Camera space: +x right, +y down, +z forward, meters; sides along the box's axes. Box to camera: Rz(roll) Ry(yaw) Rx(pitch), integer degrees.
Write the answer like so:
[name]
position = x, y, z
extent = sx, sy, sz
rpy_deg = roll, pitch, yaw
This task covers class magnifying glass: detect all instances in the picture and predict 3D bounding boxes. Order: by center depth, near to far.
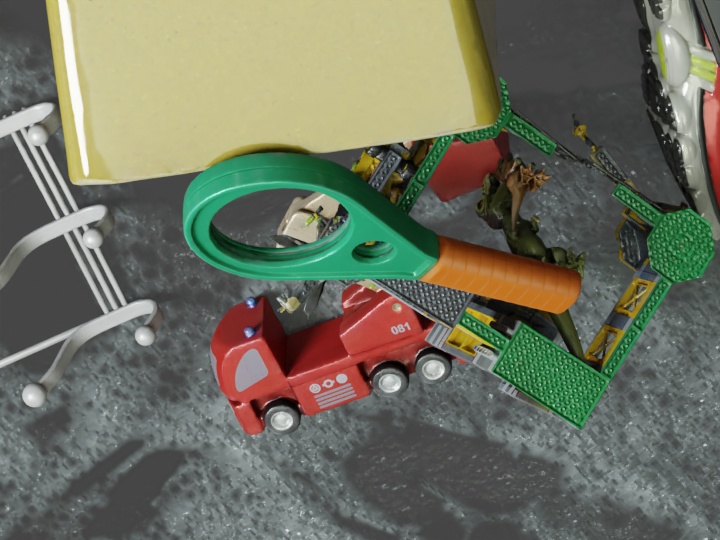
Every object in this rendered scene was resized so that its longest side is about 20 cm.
[magnifying glass]
position = 0.013, -0.012, 1.023
extent = 0.200, 0.022, 0.080
rpy_deg = 15, 143, -26

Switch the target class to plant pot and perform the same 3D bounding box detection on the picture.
[plant pot]
position = -0.047, -0.179, 1.020
extent = 0.194, 0.196, 0.200
rpy_deg = -8, 115, 6

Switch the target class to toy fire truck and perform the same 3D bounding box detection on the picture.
[toy fire truck]
position = 0.000, 0.000, 1.210
extent = 0.200, 0.049, 0.141
rpy_deg = -19, 120, 11

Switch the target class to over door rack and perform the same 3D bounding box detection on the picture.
[over door rack]
position = -0.226, 0.009, 1.209
extent = 0.200, 0.067, 0.148
rpy_deg = -18, 119, 11

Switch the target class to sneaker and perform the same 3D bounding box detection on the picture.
[sneaker]
position = 0.189, -0.103, 1.134
extent = 0.085, 0.077, 0.200
rpy_deg = -12, 123, -2

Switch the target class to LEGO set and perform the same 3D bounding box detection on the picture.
[LEGO set]
position = 0.065, -0.016, 1.130
extent = 0.200, 0.116, 0.154
rpy_deg = 25, 89, -19

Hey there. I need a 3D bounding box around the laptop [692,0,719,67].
[laptop]
position = 0.224, -0.227, 1.026
extent = 0.116, 0.200, 0.187
rpy_deg = -3, 122, 42
